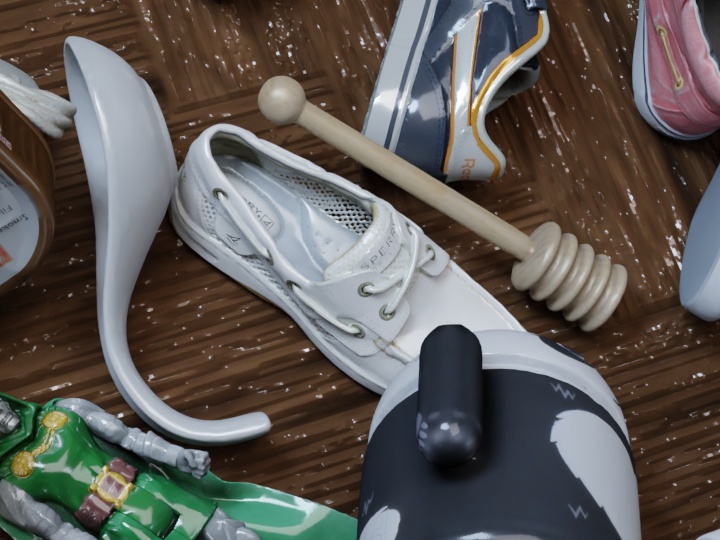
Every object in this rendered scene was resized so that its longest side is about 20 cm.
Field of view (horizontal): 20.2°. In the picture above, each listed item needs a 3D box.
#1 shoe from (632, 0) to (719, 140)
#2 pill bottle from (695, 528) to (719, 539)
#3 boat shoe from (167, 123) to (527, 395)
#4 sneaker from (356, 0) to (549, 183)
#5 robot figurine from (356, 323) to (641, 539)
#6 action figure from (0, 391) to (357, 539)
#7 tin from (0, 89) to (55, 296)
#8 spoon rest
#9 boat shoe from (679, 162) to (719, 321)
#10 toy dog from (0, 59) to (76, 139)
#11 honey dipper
[{"bbox_3d":[0.176,-0.170,1.011,0.071,0.091,0.202,0,86,-16],"label":"shoe"},{"bbox_3d":[0.254,0.134,0.922,0.198,0.112,0.112,-14,71,-17],"label":"pill bottle"},{"bbox_3d":[0.000,0.000,0.945,0.199,0.069,0.071,30,63,0],"label":"boat shoe"},{"bbox_3d":[0.058,-0.136,1.011,0.079,0.078,0.202,14,77,0],"label":"sneaker"},{"bbox_3d":[0.060,0.114,0.856,0.124,0.151,0.201,18,36,-9],"label":"robot figurine"},{"bbox_3d":[-0.092,0.112,0.888,0.199,0.055,0.119,31,59,2],"label":"action figure"},{"bbox_3d":[-0.204,-0.051,0.826,0.111,0.200,0.042,-23,47,17],"label":"tin"},{"bbox_3d":[-0.103,-0.010,0.921,0.060,0.099,0.202,-20,85,-14],"label":"spoon rest"},{"bbox_3d":[0.226,-0.045,1.018,0.086,0.075,0.203,29,55,-4],"label":"boat shoe"},{"bbox_3d":[-0.234,-0.073,0.889,0.199,0.132,0.097,25,95,-25],"label":"toy dog"},{"bbox_3d":[0.038,-0.035,0.958,0.199,0.038,0.038,31,64,-16],"label":"honey dipper"}]
